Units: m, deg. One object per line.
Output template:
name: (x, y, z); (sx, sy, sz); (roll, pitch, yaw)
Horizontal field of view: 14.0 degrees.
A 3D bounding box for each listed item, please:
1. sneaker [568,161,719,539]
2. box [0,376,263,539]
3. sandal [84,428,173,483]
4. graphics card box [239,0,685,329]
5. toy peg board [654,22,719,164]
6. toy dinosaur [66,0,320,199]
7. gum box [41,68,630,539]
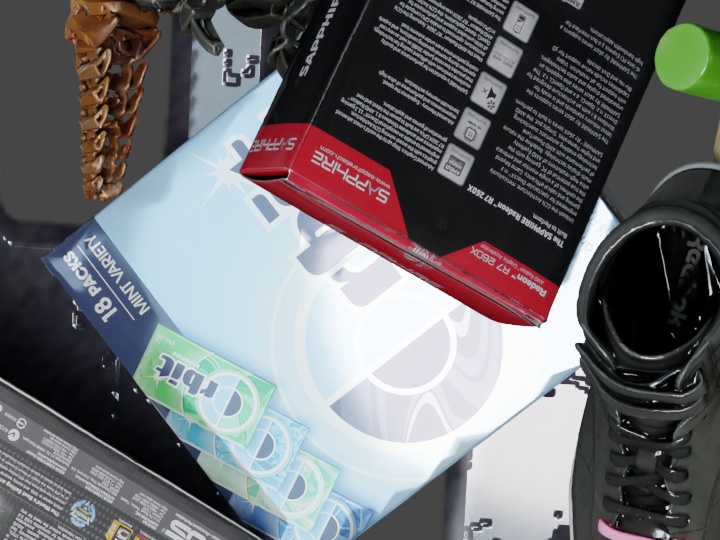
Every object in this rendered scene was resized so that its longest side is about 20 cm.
sneaker: (0.107, 0.059, 1.102); (0.070, 0.099, 0.201); (11, 97, 18)
box: (-0.159, 0.123, 1.140); (0.200, 0.044, 0.161); (33, 84, -22)
sandal: (-0.085, 0.149, 1.222); (0.076, 0.043, 0.200); (-37, 90, 11)
graphics card box: (0.051, -0.095, 1.109); (0.125, 0.051, 0.201); (29, 79, -23)
toy peg board: (0.207, -0.123, 1.056); (0.199, 0.098, 0.201); (15, 94, 43)
toy dinosaur: (-0.068, -0.131, 1.157); (0.135, 0.102, 0.201); (20, 115, 44)
gum box: (0.000, 0.000, 1.189); (0.200, 0.045, 0.170); (-38, 90, 11)
